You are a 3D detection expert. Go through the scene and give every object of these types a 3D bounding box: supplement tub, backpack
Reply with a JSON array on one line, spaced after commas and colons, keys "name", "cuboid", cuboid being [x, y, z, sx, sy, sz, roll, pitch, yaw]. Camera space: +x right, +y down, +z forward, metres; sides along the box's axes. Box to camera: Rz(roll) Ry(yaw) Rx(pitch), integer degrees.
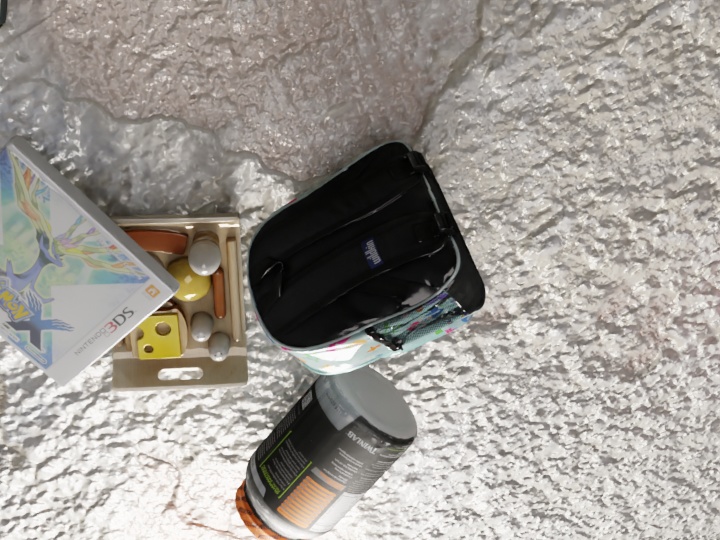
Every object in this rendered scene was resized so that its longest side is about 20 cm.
[{"name": "supplement tub", "cuboid": [-0.042, 0.204, 0.964, 0.122, 0.123, 0.200, 33, 111, -22]}, {"name": "backpack", "cuboid": [0.000, 0.000, 0.825, 0.199, 0.178, 0.151, -26, 149, 8]}]

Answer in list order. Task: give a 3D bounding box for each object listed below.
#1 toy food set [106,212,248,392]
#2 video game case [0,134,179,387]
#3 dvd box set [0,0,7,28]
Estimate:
[{"name": "toy food set", "cuboid": [-0.188, 0.034, 0.887, 0.143, 0.060, 0.201, -2, 118, -6]}, {"name": "video game case", "cuboid": [-0.303, 0.000, 0.843, 0.182, 0.022, 0.200, -37, 108, 24]}, {"name": "dvd box set", "cuboid": [-0.383, -0.285, 0.704, 0.199, 0.029, 0.147, 10, 117, -12]}]
